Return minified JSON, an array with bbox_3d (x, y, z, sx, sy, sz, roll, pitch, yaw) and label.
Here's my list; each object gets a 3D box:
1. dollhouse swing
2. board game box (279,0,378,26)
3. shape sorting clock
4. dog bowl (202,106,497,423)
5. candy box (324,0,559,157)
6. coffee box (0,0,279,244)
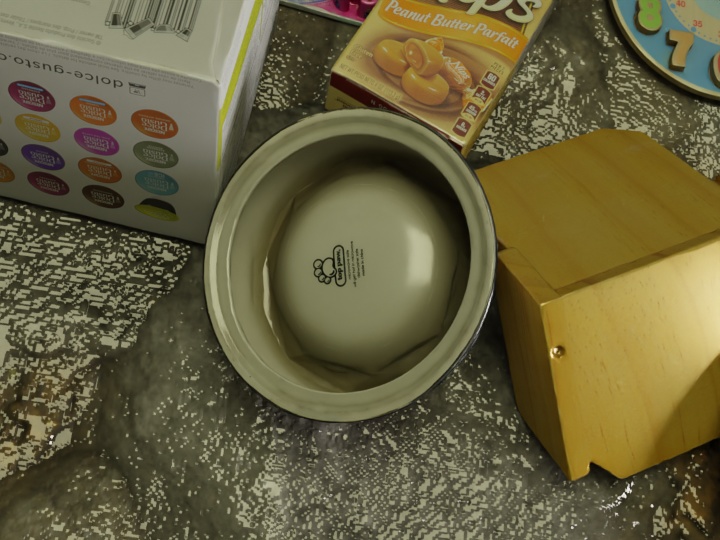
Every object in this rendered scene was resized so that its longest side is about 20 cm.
[{"bbox_3d":[0.180,0.015,0.914,0.197,0.176,0.185,-19,111,-17],"label":"dollhouse swing"},{"bbox_3d":[-0.059,-0.308,1.031,0.197,0.026,0.203,15,64,-2],"label":"board game box"},{"bbox_3d":[0.298,-0.230,1.043,0.196,0.039,0.203,3,65,-7],"label":"shape sorting clock"},{"bbox_3d":[0.000,0.000,0.833,0.197,0.074,0.204,-3,80,18],"label":"dog bowl"},{"bbox_3d":[0.070,-0.182,0.975,0.114,0.055,0.201,29,65,5],"label":"candy box"},{"bbox_3d":[-0.165,-0.168,0.853,0.196,0.199,0.203,13,62,-1],"label":"coffee box"}]
